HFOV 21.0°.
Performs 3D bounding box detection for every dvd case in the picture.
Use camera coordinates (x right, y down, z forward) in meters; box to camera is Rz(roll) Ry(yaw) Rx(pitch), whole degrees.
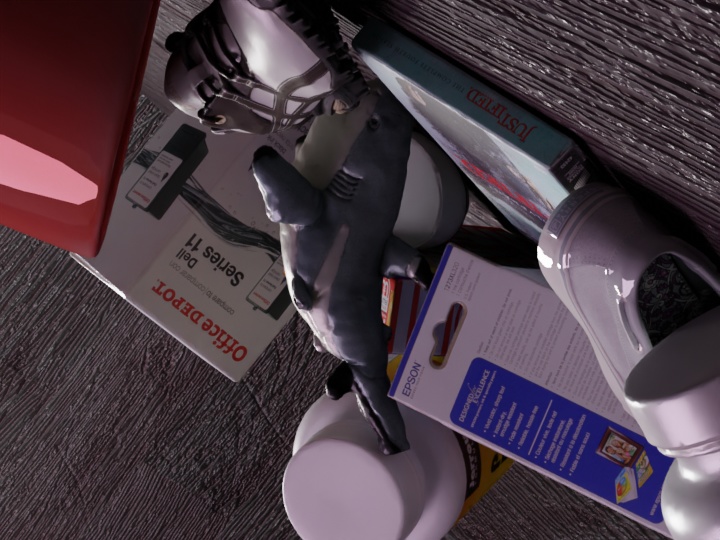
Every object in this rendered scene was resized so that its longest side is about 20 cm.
[{"bbox_3d":[0.090,-0.039,0.956,0.146,0.022,0.200,37,177,40],"label":"dvd case"}]

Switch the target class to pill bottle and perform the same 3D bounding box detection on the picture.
[{"bbox_3d":[0.031,0.103,1.174,0.109,0.109,0.200,39,-152,10],"label":"pill bottle"},{"bbox_3d":[0.196,0.112,0.814,0.200,0.111,0.111,57,174,-11],"label":"pill bottle"}]

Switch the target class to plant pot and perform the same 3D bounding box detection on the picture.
[{"bbox_3d":[-0.186,-0.120,0.911,0.177,0.201,0.200,14,-179,-7],"label":"plant pot"}]

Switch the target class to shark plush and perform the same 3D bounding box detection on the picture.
[{"bbox_3d":[0.000,0.000,1.046,0.083,0.200,0.091,-7,175,16],"label":"shark plush"}]

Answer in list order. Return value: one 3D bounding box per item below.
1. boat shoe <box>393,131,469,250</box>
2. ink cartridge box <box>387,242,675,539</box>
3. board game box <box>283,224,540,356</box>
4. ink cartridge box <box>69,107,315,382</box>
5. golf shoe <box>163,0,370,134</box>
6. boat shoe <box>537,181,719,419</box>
[{"bbox_3d":[0.029,-0.054,1.191,0.064,0.071,0.200,3,-171,-23],"label":"boat shoe"},{"bbox_3d":[0.121,0.066,1.024,0.200,0.095,0.037,25,-164,14],"label":"ink cartridge box"},{"bbox_3d":[0.054,0.009,1.195,0.151,0.046,0.200,4,-169,-21],"label":"board game box"},{"bbox_3d":[-0.083,-0.043,1.344,0.083,0.200,0.147,37,177,42],"label":"ink cartridge box"},{"bbox_3d":[-0.053,-0.102,0.933,0.200,0.094,0.078,58,-171,-76],"label":"golf shoe"},{"bbox_3d":[0.153,0.033,0.893,0.069,0.072,0.200,40,169,46],"label":"boat shoe"}]
